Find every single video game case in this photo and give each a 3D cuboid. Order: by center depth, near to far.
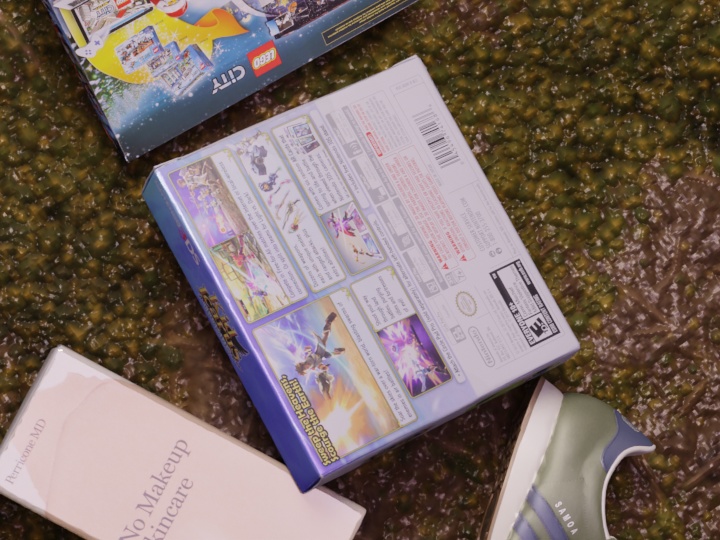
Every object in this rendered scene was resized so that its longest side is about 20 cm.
[{"bbox_3d":[0.000,0.000,1.379,0.181,0.045,0.200,-25,80,-24],"label":"video game case"}]

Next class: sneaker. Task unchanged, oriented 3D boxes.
[{"bbox_3d":[0.112,0.169,1.412,0.090,0.067,0.200,20,82,-2],"label":"sneaker"}]

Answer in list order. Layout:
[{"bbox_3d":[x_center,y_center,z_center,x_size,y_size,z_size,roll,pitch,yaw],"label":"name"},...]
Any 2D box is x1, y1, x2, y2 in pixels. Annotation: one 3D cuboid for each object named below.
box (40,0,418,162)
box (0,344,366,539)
[{"bbox_3d":[-0.078,-0.168,1.378,0.200,0.038,0.137,-30,129,-9],"label":"box"},{"bbox_3d":[-0.108,0.128,1.377,0.200,0.078,0.095,28,84,-7],"label":"box"}]
